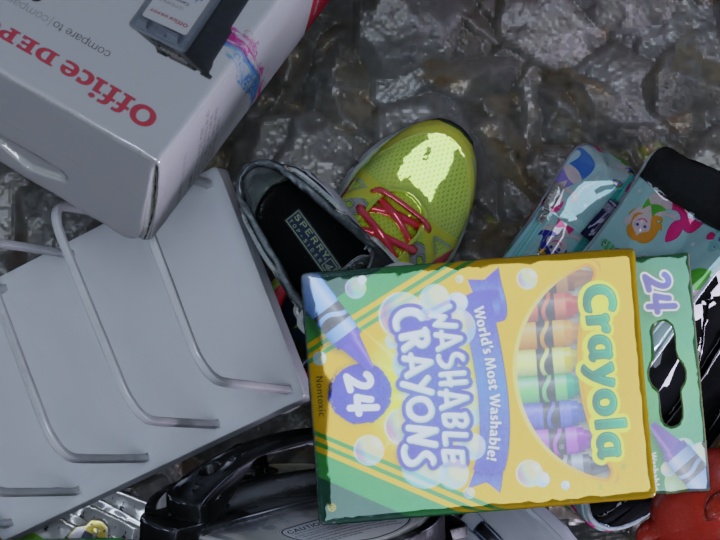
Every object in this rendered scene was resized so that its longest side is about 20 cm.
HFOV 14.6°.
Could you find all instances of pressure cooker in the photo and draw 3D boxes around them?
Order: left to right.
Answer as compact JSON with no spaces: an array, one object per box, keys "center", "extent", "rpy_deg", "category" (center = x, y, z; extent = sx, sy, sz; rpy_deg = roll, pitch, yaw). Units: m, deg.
[{"center":[-0.038,0.183,1.505],"extent":[0.178,0.176,0.200],"rpy_deg":[3,102,12],"category":"pressure cooker"}]

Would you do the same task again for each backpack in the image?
[{"center":[0.146,0.037,1.534],"extent":[0.150,0.178,0.200],"rpy_deg":[27,91,23],"category":"backpack"}]

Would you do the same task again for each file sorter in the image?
[{"center":[-0.156,0.043,1.506],"extent":[0.200,0.125,0.139],"rpy_deg":[-26,76,17],"category":"file sorter"}]

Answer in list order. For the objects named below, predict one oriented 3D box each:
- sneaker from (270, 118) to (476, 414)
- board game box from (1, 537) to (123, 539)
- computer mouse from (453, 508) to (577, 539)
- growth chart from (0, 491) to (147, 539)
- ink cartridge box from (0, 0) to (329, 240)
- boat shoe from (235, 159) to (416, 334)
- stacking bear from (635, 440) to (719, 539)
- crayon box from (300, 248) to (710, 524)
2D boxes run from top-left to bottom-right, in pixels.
[{"center":[0.000,0.000,1.571],"extent":[0.078,0.090,0.200],"rpy_deg":[36,86,0],"category":"sneaker"},{"center":[-0.219,0.216,1.543],"extent":[0.200,0.029,0.135],"rpy_deg":[-4,87,26],"category":"board game box"},{"center":[0.085,0.160,1.591],"extent":[0.200,0.044,0.110],"rpy_deg":[44,86,0],"category":"computer mouse"},{"center":[-0.168,0.179,1.596],"extent":[0.200,0.018,0.145],"rpy_deg":[17,88,0],"category":"growth chart"},{"center":[-0.113,-0.137,1.439],"extent":[0.147,0.086,0.200],"rpy_deg":[29,60,8],"category":"ink cartridge box"},{"center":[0.002,0.018,1.479],"extent":[0.074,0.068,0.199],"rpy_deg":[-36,67,6],"category":"boat shoe"},{"center":[0.234,0.122,1.510],"extent":[0.200,0.121,0.114],"rpy_deg":[-12,85,-44],"category":"stacking bear"},{"center":[0.074,0.057,1.412],"extent":[0.200,0.052,0.126],"rpy_deg":[-5,85,0],"category":"crayon box"}]
